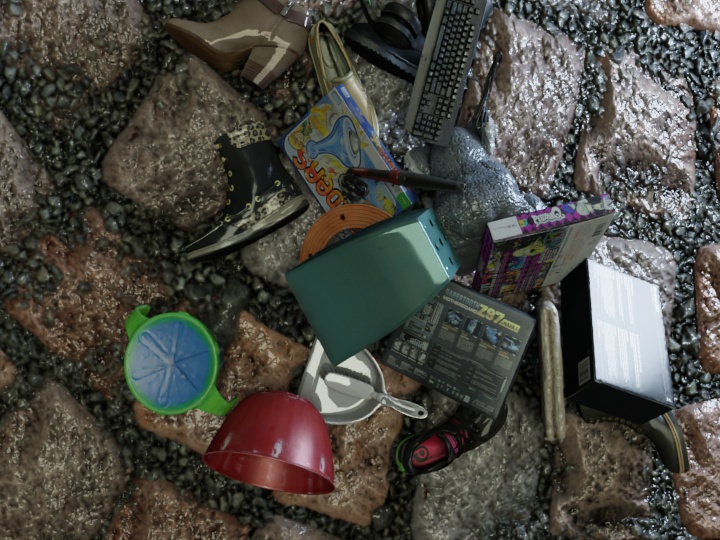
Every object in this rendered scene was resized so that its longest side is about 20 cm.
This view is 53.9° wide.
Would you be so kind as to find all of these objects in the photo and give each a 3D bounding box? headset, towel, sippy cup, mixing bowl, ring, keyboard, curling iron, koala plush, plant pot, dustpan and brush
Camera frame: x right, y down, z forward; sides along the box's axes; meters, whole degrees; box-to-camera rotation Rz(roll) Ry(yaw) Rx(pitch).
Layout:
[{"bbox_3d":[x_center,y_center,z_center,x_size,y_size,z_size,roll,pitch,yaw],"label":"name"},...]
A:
[{"bbox_3d":[0.077,-0.356,1.014,0.122,0.094,0.203,-30,91,-6],"label":"headset"},{"bbox_3d":[0.288,0.146,1.070,0.033,0.132,0.207,-3,92,11],"label":"towel"},{"bbox_3d":[-0.257,0.130,1.027,0.135,0.130,0.184,-12,87,1],"label":"sippy cup"},{"bbox_3d":[-0.121,0.244,1.029,0.194,0.201,0.111,15,62,-4],"label":"mixing bowl"},{"bbox_3d":[0.000,0.000,1.067,0.194,0.019,0.207,6,106,20],"label":"ring"},{"bbox_3d":[0.140,-0.274,0.988,0.123,0.021,0.206,11,104,-15],"label":"keyboard"},{"bbox_3d":[0.056,-0.119,0.995,0.195,0.025,0.051,4,102,27],"label":"curling iron"},{"bbox_3d":[0.161,-0.131,1.051,0.174,0.183,0.205,-25,64,17],"label":"koala plush"},{"bbox_3d":[0.029,0.006,0.971,0.197,0.141,0.144,-29,94,24],"label":"plant pot"},{"bbox_3d":[0.009,0.184,1.084,0.195,0.057,0.143,19,93,-7],"label":"dustpan and brush"}]

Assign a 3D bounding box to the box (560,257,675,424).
[{"bbox_3d":[0.375,0.104,1.047,0.137,0.079,0.205,17,56,-12],"label":"box"}]

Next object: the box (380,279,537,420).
[{"bbox_3d":[0.147,0.106,1.065,0.196,0.051,0.162,23,95,16],"label":"box"}]

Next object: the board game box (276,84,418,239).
[{"bbox_3d":[-0.021,-0.151,1.061,0.134,0.034,0.202,-34,93,32],"label":"board game box"}]

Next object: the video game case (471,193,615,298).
[{"bbox_3d":[0.260,-0.028,1.038,0.176,0.201,0.037,-14,64,-4],"label":"video game case"}]

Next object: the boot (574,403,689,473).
[{"bbox_3d":[0.417,0.239,1.117,0.135,0.078,0.205,-23,79,1],"label":"boot"}]

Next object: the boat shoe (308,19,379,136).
[{"bbox_3d":[-0.028,-0.278,1.071,0.070,0.076,0.204,-27,93,-4],"label":"boat shoe"}]

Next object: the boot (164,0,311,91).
[{"bbox_3d":[-0.176,-0.372,1.070,0.197,0.070,0.149,31,82,-5],"label":"boot"}]

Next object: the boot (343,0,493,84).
[{"bbox_3d":[0.090,-0.380,1.077,0.196,0.076,0.172,23,92,-10],"label":"boot"}]

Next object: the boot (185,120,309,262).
[{"bbox_3d":[-0.194,-0.117,1.067,0.199,0.073,0.157,-26,88,-3],"label":"boot"}]

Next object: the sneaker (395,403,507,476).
[{"bbox_3d":[0.147,0.259,1.085,0.197,0.084,0.078,-33,93,-3],"label":"sneaker"}]
